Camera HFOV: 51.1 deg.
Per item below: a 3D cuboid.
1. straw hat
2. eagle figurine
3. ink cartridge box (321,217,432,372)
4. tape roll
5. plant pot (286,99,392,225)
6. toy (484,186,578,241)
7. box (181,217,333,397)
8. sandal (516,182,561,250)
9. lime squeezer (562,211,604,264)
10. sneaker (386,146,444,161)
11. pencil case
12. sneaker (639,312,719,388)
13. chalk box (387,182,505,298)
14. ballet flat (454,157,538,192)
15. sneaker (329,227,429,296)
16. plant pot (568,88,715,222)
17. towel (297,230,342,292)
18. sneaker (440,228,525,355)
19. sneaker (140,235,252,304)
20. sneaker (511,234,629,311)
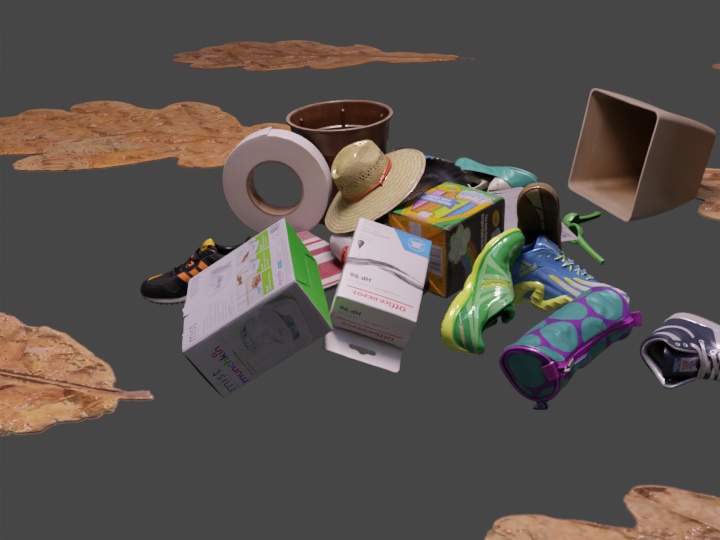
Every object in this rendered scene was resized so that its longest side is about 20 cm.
[{"bbox_3d":[0.001,-0.161,1.228,0.200,0.085,0.202,-29,31,19],"label":"straw hat"},{"bbox_3d":[0.079,-0.113,1.344,0.199,0.152,0.151,-28,19,-20],"label":"eagle figurine"},{"bbox_3d":[0.025,0.030,1.044,0.115,0.068,0.201,17,47,-3],"label":"ink cartridge box"},{"bbox_3d":[-0.150,-0.156,1.365,0.201,0.204,0.037,1,30,10],"label":"tape roll"},{"bbox_3d":[-0.035,-0.202,1.443,0.198,0.200,0.201,-2,27,1],"label":"plant pot"},{"bbox_3d":[0.282,-0.082,1.336,0.114,0.048,0.200,-9,31,-16],"label":"toy"},{"bbox_3d":[-0.145,0.043,1.029,0.176,0.097,0.200,-33,28,6],"label":"box"},{"bbox_3d":[0.266,-0.064,1.143,0.079,0.201,0.054,2,49,11],"label":"sandal"},{"bbox_3d":[0.385,-0.064,1.315,0.070,0.038,0.200,31,30,-2],"label":"lime squeezer"},{"bbox_3d":[0.085,-0.200,1.549,0.111,0.077,0.200,21,32,29],"label":"sneaker"},{"bbox_3d":[0.269,0.092,0.964,0.199,0.086,0.092,-28,20,-37],"label":"pencil case"},{"bbox_3d":[0.442,0.112,0.917,0.108,0.071,0.199,-19,24,-36],"label":"sneaker"},{"bbox_3d":[0.154,-0.061,1.231,0.123,0.126,0.199,21,35,38],"label":"chalk box"},{"bbox_3d":[0.259,-0.174,1.512,0.199,0.068,0.070,22,61,40],"label":"ballet flat"},{"bbox_3d":[0.000,-0.001,1.174,0.201,0.068,0.108,31,41,30],"label":"sneaker"},{"bbox_3d":[0.541,-0.217,1.424,0.175,0.202,0.200,0,25,-21],"label":"plant pot"},{"bbox_3d":[-0.092,-0.011,1.279,0.143,0.023,0.199,-20,33,-32],"label":"towel"},{"bbox_3d":[0.186,0.033,1.058,0.083,0.074,0.201,25,73,19],"label":"sneaker"},{"bbox_3d":[-0.259,-0.008,1.218,0.198,0.091,0.070,-9,28,-11],"label":"sneaker"},{"bbox_3d":[0.290,0.009,1.098,0.198,0.106,0.076,6,29,20],"label":"sneaker"}]
